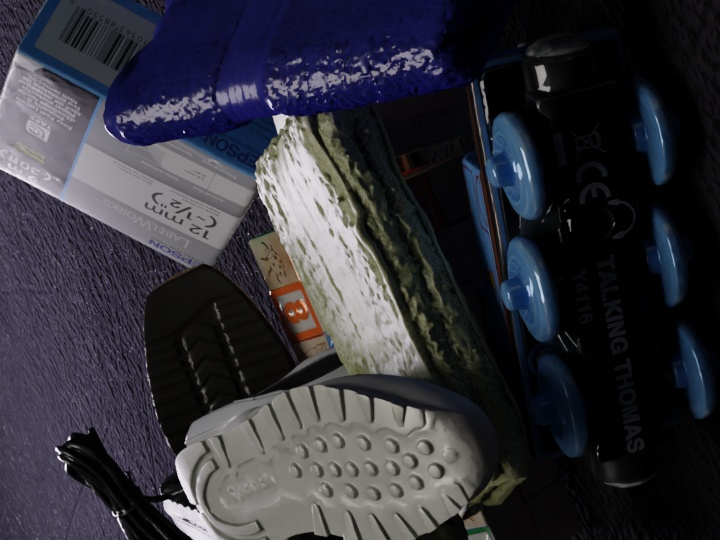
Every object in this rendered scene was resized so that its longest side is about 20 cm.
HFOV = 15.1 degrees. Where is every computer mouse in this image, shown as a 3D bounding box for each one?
[{"bbox_3d":[-0.052,0.095,1.334,0.200,0.044,0.110,-28,99,31],"label":"computer mouse"}]

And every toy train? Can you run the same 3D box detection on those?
[{"bbox_3d":[0.090,-0.008,1.156,0.114,0.087,0.200,-138,35,-69],"label":"toy train"}]

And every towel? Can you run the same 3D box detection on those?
[{"bbox_3d":[0.015,0.017,1.222,0.200,0.036,0.148,62,164,5],"label":"towel"},{"bbox_3d":[-0.008,-0.119,1.165,0.200,0.148,0.050,-8,139,41],"label":"towel"}]

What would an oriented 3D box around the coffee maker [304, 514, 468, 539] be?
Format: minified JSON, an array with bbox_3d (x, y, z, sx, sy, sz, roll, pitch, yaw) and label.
[{"bbox_3d":[0.019,0.231,1.191,0.135,0.192,0.200,26,-158,-52],"label":"coffee maker"}]

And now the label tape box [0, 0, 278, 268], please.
[{"bbox_3d":[-0.126,-0.064,1.473,0.143,0.066,0.200,28,151,-4],"label":"label tape box"}]

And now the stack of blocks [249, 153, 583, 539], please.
[{"bbox_3d":[0.036,0.054,1.349,0.115,0.059,0.200,-18,97,50],"label":"stack of blocks"}]

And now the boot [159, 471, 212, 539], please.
[{"bbox_3d":[-0.070,0.225,1.881,0.198,0.073,0.163,24,132,66],"label":"boot"}]

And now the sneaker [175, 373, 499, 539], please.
[{"bbox_3d":[0.000,0.072,1.168,0.200,0.080,0.076,-11,102,54],"label":"sneaker"}]

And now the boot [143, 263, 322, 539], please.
[{"bbox_3d":[-0.045,0.079,1.439,0.138,0.077,0.200,-63,-50,-73],"label":"boot"}]

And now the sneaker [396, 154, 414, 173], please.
[{"bbox_3d":[0.000,0.000,1.446,0.085,0.073,0.200,-135,34,-60],"label":"sneaker"}]

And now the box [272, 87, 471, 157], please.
[{"bbox_3d":[-0.010,-0.150,1.306,0.078,0.095,0.200,-9,99,71],"label":"box"}]
